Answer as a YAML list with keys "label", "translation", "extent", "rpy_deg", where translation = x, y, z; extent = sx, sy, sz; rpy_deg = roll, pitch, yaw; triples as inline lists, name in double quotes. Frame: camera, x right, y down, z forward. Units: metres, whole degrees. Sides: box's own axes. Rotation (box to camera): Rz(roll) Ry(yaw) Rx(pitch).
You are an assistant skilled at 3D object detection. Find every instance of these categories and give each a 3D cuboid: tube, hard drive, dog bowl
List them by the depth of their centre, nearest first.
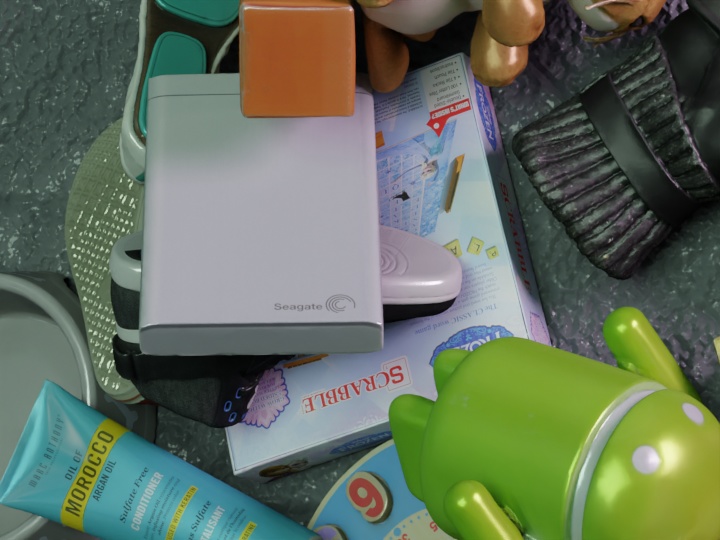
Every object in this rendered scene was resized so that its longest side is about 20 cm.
- label: "hard drive"
  translation: [-0.055, -0.035, 1.627]
  extent: [0.131, 0.027, 0.201]
  rpy_deg: [-1, 46, -1]
- label: "tube"
  translation: [-0.116, 0.136, 1.687]
  extent: [0.199, 0.050, 0.078]
  rpy_deg: [23, 82, 22]
- label: "dog bowl"
  translation: [-0.225, 0.092, 1.784]
  extent: [0.199, 0.059, 0.202]
  rpy_deg: [-6, 75, 24]

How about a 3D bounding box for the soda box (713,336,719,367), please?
- label: "soda box"
  translation: [0.294, 0.041, 1.547]
  extent: [0.199, 0.064, 0.068]
  rpy_deg: [-21, 71, 20]

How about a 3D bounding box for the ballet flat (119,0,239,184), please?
- label: "ballet flat"
  translation: [-0.110, -0.136, 1.769]
  extent: [0.069, 0.070, 0.201]
  rpy_deg: [-3, 54, 25]

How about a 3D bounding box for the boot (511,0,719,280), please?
- label: "boot"
  translation: [0.194, -0.045, 1.602]
  extent: [0.158, 0.079, 0.211]
  rpy_deg: [-41, 54, 4]

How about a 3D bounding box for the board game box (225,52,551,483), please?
- label: "board game box"
  translation: [0.000, 0.000, 1.707]
  extent: [0.199, 0.041, 0.201]
  rpy_deg: [-19, 71, 20]

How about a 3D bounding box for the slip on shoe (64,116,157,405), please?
- label: "slip on shoe"
  translation: [-0.133, -0.004, 1.765]
  extent: [0.074, 0.061, 0.201]
  rpy_deg: [-30, 54, 28]

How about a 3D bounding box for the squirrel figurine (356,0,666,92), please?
- label: "squirrel figurine"
  translation: [0.087, -0.208, 1.650]
  extent: [0.185, 0.142, 0.201]
  rpy_deg: [-6, 63, 3]

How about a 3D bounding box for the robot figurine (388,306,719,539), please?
- label: "robot figurine"
  translation: [0.112, 0.105, 1.554]
  extent: [0.199, 0.116, 0.175]
  rpy_deg: [18, 46, 36]

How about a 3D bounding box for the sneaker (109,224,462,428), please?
- label: "sneaker"
  translation: [-0.043, 0.035, 1.665]
  extent: [0.198, 0.073, 0.113]
  rpy_deg: [2, 118, 1]

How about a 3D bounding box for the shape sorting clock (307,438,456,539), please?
- label: "shape sorting clock"
  translation: [0.047, 0.185, 1.645]
  extent: [0.199, 0.039, 0.202]
  rpy_deg: [-6, 76, 24]

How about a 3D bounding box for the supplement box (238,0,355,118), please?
- label: "supplement box"
  translation: [-0.034, -0.142, 1.664]
  extent: [0.068, 0.200, 0.067]
  rpy_deg: [-1, 108, -2]
